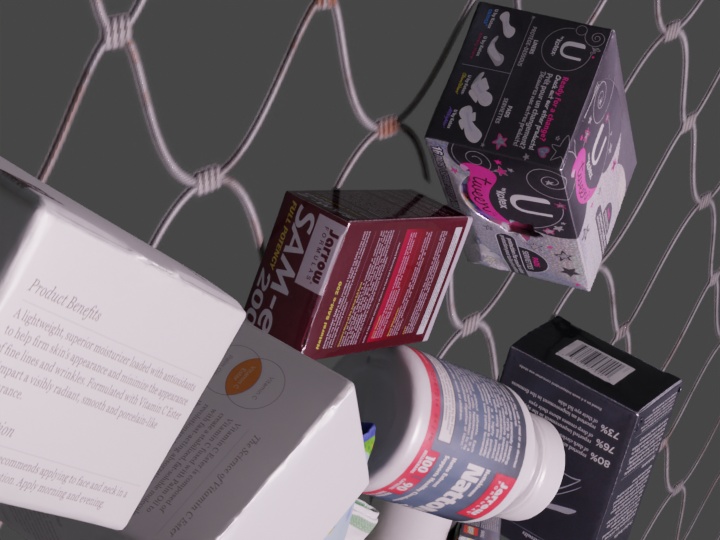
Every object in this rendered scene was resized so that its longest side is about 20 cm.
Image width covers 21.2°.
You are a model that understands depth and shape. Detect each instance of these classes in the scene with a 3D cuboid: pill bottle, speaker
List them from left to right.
[{"bbox_3d":[0.046,0.217,1.692,0.081,0.081,0.201,-19,131,-55],"label":"speaker"},{"bbox_3d":[0.069,0.136,1.534,0.199,0.119,0.120,22,96,-41],"label":"pill bottle"}]

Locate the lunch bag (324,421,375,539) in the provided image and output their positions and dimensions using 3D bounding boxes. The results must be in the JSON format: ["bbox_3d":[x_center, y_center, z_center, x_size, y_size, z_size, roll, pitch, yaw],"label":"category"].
[{"bbox_3d":[-0.090,0.188,1.347,0.200,0.127,0.171,-22,132,-54],"label":"lunch bag"}]

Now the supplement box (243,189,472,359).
[{"bbox_3d":[0.000,0.000,1.412,0.200,0.061,0.110,-4,117,-62],"label":"supplement box"}]

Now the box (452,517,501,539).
[{"bbox_3d":[0.098,0.253,1.771,0.200,0.040,0.138,-74,179,-65],"label":"box"}]

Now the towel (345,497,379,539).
[{"bbox_3d":[-0.066,0.266,1.560,0.201,0.031,0.149,-61,145,-4],"label":"towel"}]

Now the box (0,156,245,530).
[{"bbox_3d":[-0.194,0.008,0.892,0.131,0.199,0.199,-59,154,-1],"label":"box"}]

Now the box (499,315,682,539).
[{"bbox_3d":[0.203,0.173,1.867,0.104,0.147,0.201,-26,138,-52],"label":"box"}]

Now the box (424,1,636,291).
[{"bbox_3d":[0.138,-0.091,1.491,0.200,0.114,0.133,64,44,-59],"label":"box"}]

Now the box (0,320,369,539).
[{"bbox_3d":[-0.119,0.103,1.125,0.152,0.199,0.107,-47,151,-27],"label":"box"}]
